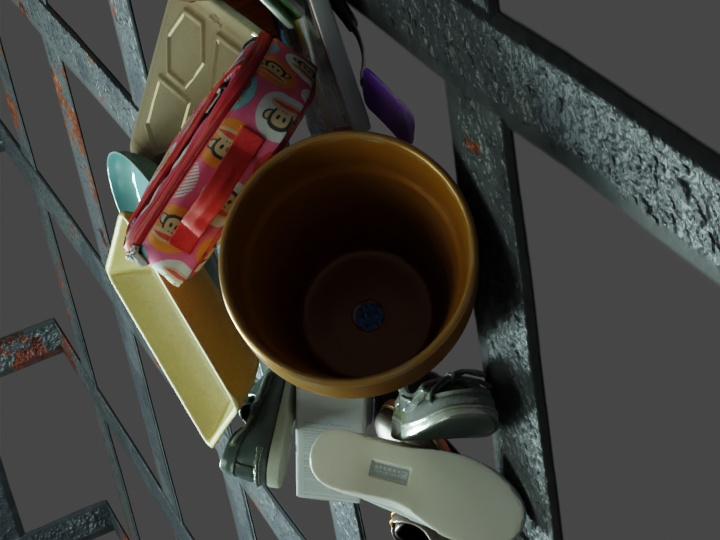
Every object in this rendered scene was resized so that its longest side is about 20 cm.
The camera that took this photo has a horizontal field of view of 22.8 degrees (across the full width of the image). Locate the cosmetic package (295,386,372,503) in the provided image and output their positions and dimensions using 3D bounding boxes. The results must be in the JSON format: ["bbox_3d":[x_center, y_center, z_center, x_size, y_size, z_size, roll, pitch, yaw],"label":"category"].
[{"bbox_3d":[-0.024,0.131,1.737,0.201,0.073,0.102,90,-174,-50],"label":"cosmetic package"}]

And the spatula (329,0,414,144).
[{"bbox_3d":[-0.005,-0.185,1.454,0.057,0.020,0.201,89,158,-61],"label":"spatula"}]

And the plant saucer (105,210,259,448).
[{"bbox_3d":[-0.155,0.048,1.609,0.201,0.048,0.200,59,162,7],"label":"plant saucer"}]

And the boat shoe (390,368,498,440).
[{"bbox_3d":[0.066,0.109,1.504,0.202,0.074,0.066,146,122,-80],"label":"boat shoe"}]

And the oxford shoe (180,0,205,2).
[{"bbox_3d":[-0.170,-0.265,1.573,0.071,0.072,0.200,35,-178,-27],"label":"oxford shoe"}]

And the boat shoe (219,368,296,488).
[{"bbox_3d":[-0.091,0.123,1.694,0.201,0.061,0.073,-81,-6,-50],"label":"boat shoe"}]

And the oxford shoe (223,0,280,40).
[{"bbox_3d":[-0.128,-0.283,1.645,0.073,0.071,0.202,-155,46,-73],"label":"oxford shoe"}]

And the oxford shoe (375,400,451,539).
[{"bbox_3d":[0.053,0.201,1.615,0.201,0.072,0.072,57,159,37],"label":"oxford shoe"}]

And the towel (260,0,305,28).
[{"bbox_3d":[-0.124,-0.281,1.493,0.152,0.023,0.200,42,-175,-30],"label":"towel"}]

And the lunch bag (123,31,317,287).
[{"bbox_3d":[-0.114,-0.085,1.455,0.082,0.201,0.176,33,-158,-9],"label":"lunch bag"}]

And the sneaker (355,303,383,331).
[{"bbox_3d":[0.000,0.000,1.595,0.078,0.069,0.202,-124,23,-58],"label":"sneaker"}]

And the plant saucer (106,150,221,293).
[{"bbox_3d":[-0.176,-0.026,1.673,0.201,0.027,0.201,51,159,28],"label":"plant saucer"}]

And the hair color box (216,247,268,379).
[{"bbox_3d":[-0.082,0.008,1.784,0.060,0.099,0.202,38,144,61],"label":"hair color box"}]

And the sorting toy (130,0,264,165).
[{"bbox_3d":[-0.141,-0.152,1.616,0.185,0.036,0.202,41,124,47],"label":"sorting toy"}]

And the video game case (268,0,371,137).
[{"bbox_3d":[-0.040,-0.184,1.532,0.200,0.017,0.144,-164,55,-78],"label":"video game case"}]

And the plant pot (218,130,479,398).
[{"bbox_3d":[-0.001,0.014,1.431,0.201,0.199,0.183,63,178,17],"label":"plant pot"}]

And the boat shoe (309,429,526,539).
[{"bbox_3d":[0.053,0.188,1.543,0.068,0.198,0.073,23,-103,-69],"label":"boat shoe"}]
